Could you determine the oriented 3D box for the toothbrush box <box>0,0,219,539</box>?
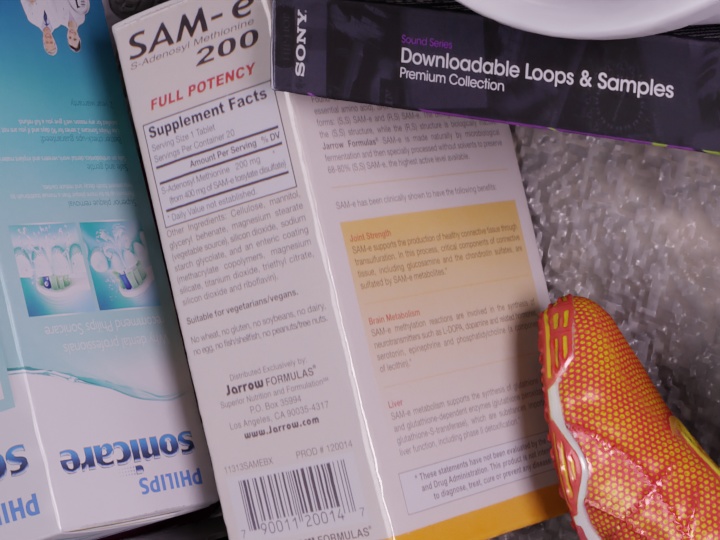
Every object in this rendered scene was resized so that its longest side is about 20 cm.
[{"bbox_3d":[-0.149,0.008,0.792,0.146,0.085,0.201,-18,83,37],"label":"toothbrush box"}]

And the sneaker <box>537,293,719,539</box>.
[{"bbox_3d":[0.118,0.095,0.737,0.077,0.073,0.200,-28,82,12],"label":"sneaker"}]

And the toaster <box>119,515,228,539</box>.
[{"bbox_3d":[-0.034,0.168,0.773,0.200,0.181,0.119,19,105,33],"label":"toaster"}]

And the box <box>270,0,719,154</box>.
[{"bbox_3d":[0.092,-0.062,0.681,0.200,0.143,0.036,13,104,35],"label":"box"}]

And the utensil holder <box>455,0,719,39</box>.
[{"bbox_3d":[0.113,-0.151,0.620,0.170,0.200,0.171,4,97,36],"label":"utensil holder"}]

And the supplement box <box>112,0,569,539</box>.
[{"bbox_3d":[0.000,0.000,0.764,0.073,0.126,0.201,-15,86,37],"label":"supplement box"}]

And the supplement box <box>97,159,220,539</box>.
[{"bbox_3d":[-0.113,0.061,0.876,0.200,0.086,0.110,-47,68,29],"label":"supplement box"}]

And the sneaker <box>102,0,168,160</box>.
[{"bbox_3d":[-0.132,-0.087,0.890,0.099,0.078,0.200,37,106,34],"label":"sneaker"}]
